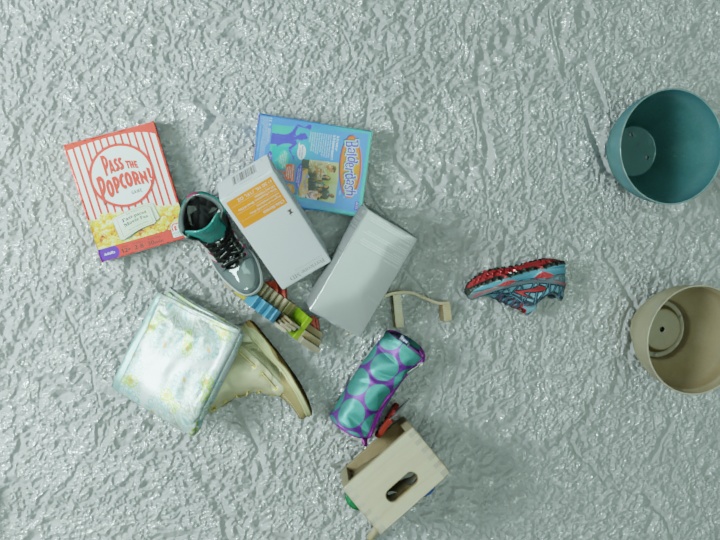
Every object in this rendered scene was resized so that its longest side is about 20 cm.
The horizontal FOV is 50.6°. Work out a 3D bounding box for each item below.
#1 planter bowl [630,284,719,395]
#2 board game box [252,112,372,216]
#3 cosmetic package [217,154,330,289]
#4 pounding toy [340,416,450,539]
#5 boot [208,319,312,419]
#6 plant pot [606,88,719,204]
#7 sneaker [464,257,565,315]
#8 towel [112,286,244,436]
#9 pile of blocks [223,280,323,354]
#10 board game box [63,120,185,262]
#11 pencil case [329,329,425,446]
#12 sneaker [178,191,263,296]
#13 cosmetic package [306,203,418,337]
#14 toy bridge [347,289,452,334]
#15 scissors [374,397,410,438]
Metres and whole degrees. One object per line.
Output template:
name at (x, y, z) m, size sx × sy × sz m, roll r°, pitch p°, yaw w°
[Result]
planter bowl at (0.595, 0.120, 1.433) m, size 0.199 × 0.135 × 0.201 m, roll -1°, pitch 95°, yaw -10°
board game box at (-0.088, -0.181, 1.322) m, size 0.199 × 0.045 × 0.153 m, roll 8°, pitch 94°, yaw -11°
cosmetic package at (-0.143, -0.079, 1.269) m, size 0.101 × 0.071 × 0.200 m, roll -31°, pitch 122°, yaw 3°
pounding toy at (0.052, 0.383, 1.346) m, size 0.200 × 0.184 × 0.142 m, roll -40°, pitch 89°, yaw -5°
boot at (-0.192, 0.208, 1.325) m, size 0.155 × 0.073 × 0.200 m, roll -36°, pitch 99°, yaw -6°
plant pot at (0.530, -0.221, 1.388) m, size 0.199 × 0.135 × 0.201 m, roll -1°, pitch 96°, yaw -11°
sneaker at (0.290, 0.040, 1.397) m, size 0.199 × 0.079 × 0.096 m, roll -11°, pitch 99°, yaw -9°
towel at (-0.305, 0.149, 1.276) m, size 0.171 × 0.048 × 0.201 m, roll 26°, pitch 90°, yaw 18°
pile of blocks at (-0.137, 0.061, 1.317) m, size 0.200 × 0.082 × 0.062 m, roll 37°, pitch 88°, yaw -11°
board game box at (-0.387, -0.131, 1.270) m, size 0.151 × 0.046 × 0.201 m, roll -18°, pitch 98°, yaw -9°
pencil case at (0.032, 0.205, 1.360) m, size 0.092 × 0.085 × 0.200 m, roll 34°, pitch 90°, yaw 28°
sneaker at (-0.231, -0.050, 1.245) m, size 0.083 × 0.121 × 0.200 m, roll -34°, pitch 83°, yaw 1°
cosmetic package at (0.000, 0.000, 1.302) m, size 0.107 × 0.090 × 0.200 m, roll 31°, pitch 97°, yaw -13°
toy bridge at (0.066, 0.071, 1.384) m, size 0.199 × 0.027 × 0.068 m, roll -6°, pitch 95°, yaw -10°
scissors at (0.056, 0.258, 1.320) m, size 0.014 × 0.200 × 0.073 m, roll 35°, pitch 76°, yaw 2°
